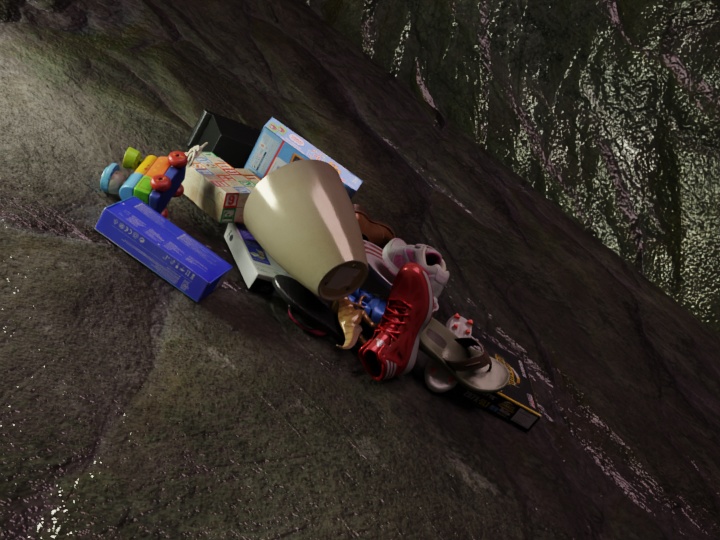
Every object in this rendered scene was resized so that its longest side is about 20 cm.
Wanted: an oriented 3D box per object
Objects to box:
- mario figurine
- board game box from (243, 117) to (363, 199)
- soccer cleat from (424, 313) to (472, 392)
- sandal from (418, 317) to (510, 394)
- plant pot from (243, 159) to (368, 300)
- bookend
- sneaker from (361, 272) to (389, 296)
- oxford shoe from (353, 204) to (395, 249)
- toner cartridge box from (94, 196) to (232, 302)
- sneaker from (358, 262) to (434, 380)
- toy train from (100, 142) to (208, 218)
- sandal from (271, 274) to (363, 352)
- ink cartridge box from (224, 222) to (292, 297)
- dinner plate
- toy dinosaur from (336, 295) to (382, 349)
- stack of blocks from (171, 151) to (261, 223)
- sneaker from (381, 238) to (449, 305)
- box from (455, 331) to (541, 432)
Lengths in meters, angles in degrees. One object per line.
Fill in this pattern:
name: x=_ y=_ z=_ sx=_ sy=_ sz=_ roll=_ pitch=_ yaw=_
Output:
mario figurine: x=0.038 y=0.100 z=1.569 sx=0.200 sy=0.124 sz=0.106 roll=26 pitch=-20 yaw=0
board game box: x=-0.111 y=-0.171 z=1.609 sx=0.200 sy=0.151 sz=0.037 roll=36 pitch=52 yaw=-2
soccer cleat: x=0.160 y=0.162 z=1.598 sx=0.069 sy=0.078 sz=0.200 roll=28 pitch=41 yaw=1
sandal: x=0.179 y=0.147 z=1.513 sx=0.201 sy=0.057 sz=0.080 roll=34 pitch=53 yaw=-14
plant pot: x=-0.073 y=-0.052 z=1.463 sx=0.187 sy=0.187 sz=0.200 roll=11 pitch=36 yaw=-45
bookend: x=-0.233 y=-0.217 z=1.793 sx=0.199 sy=0.092 sz=0.200 roll=16 pitch=29 yaw=-34
sneaker: x=0.000 y=0.000 z=1.709 sx=0.200 sy=0.074 sz=0.116 roll=29 pitch=18 yaw=-36
oxford shoe: x=0.012 y=-0.067 z=1.740 sx=0.200 sy=0.071 sz=0.071 roll=27 pitch=56 yaw=-59
toner cartridge box: x=-0.307 y=-0.035 z=1.370 sx=0.200 sy=0.043 sz=0.095 roll=36 pitch=20 yaw=3
sneaker: x=0.058 y=0.091 z=1.427 sx=0.078 sy=0.200 sz=0.116 roll=13 pitch=16 yaw=27
toy train: x=-0.355 y=-0.181 z=1.505 sx=0.116 sy=0.085 sz=0.200 roll=20 pitch=44 yaw=1
sandal: x=-0.078 y=0.082 z=1.465 sx=0.200 sy=0.045 sz=0.075 roll=41 pitch=23 yaw=-24
ink cartridge box: x=-0.178 y=-0.029 z=1.548 sx=0.099 sy=0.039 sz=0.200 roll=17 pitch=28 yaw=-36
dinner plate: x=0.064 y=0.014 z=1.635 sx=0.200 sy=0.024 sz=0.200 roll=37 pitch=13 yaw=-10
toy dinosaur: x=-0.013 y=0.094 z=1.460 sx=0.106 sy=0.060 sz=0.200 roll=24 pitch=31 yaw=-22
stack of blocks: x=-0.253 y=-0.154 z=1.594 sx=0.115 sy=0.059 sz=0.200 roll=-6 pitch=30 yaw=-41
sneaker: x=0.109 y=-0.009 z=1.588 sx=0.081 sy=0.088 sz=0.200 roll=30 pitch=16 yaw=-35
box: x=0.252 y=0.202 z=1.663 sx=0.160 sy=0.049 sz=0.200 roll=28 pitch=22 yaw=-11
